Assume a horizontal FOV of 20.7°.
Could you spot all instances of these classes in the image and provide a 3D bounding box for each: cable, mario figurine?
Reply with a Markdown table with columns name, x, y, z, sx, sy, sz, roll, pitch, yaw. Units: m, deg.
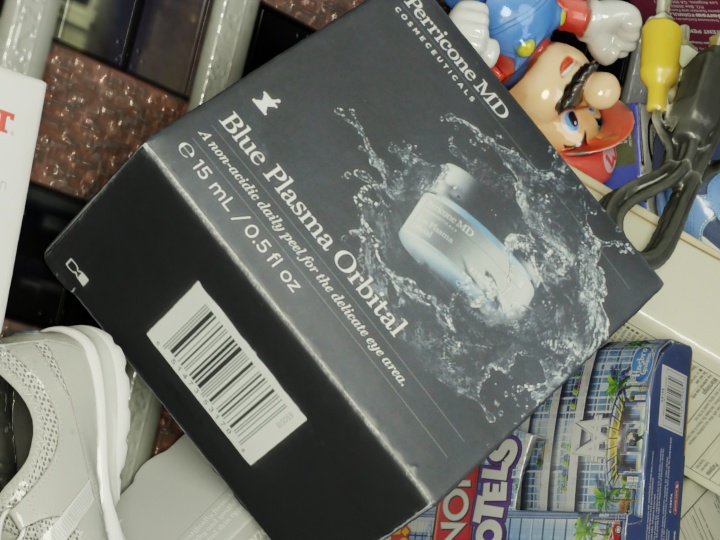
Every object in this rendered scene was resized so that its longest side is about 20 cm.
| name | x | y | z | sx | sy | sz | roll | pitch | yaw |
| --- | --- | --- | --- | --- | --- | --- | --- | --- | --- |
| cable | 0.174 | -0.059 | 1.083 | 0.097 | 0.050 | 0.201 | 42 | 54 | -23 |
| mario figurine | 0.101 | -0.134 | 1.080 | 0.123 | 0.106 | 0.201 | -30 | 115 | -4 |

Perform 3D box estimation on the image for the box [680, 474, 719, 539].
| name | x | y | z | sx | sy | sz | roll | pitch | yaw |
| --- | --- | --- | --- | --- | --- | --- | --- | --- | --- |
| box | 0.169 | 0.191 | 1.126 | 0.200 | 0.109 | 0.128 | -24 | 91 | -61 |

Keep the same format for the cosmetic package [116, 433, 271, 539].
| name | x | y | z | sx | sy | sz | roll | pitch | yaw |
| --- | --- | --- | --- | --- | --- | --- | --- | --- | --- |
| cosmetic package | -0.048 | 0.179 | 0.976 | 0.107 | 0.090 | 0.201 | -46 | 132 | -36 |

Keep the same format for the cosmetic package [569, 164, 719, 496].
| name | x | y | z | sx | sy | sz | roll | pitch | yaw |
| --- | --- | --- | --- | --- | --- | --- | --- | --- | --- |
| cosmetic package | 0.148 | 0.029 | 1.082 | 0.073 | 0.199 | 0.104 | -58 | 178 | -39 |

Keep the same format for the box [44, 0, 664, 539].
| name | x | y | z | sx | sy | sz | roll | pitch | yaw |
| --- | --- | --- | --- | --- | --- | --- | --- | --- | --- |
| box | 0.000 | 0.000 | 0.911 | 0.197 | 0.117 | 0.200 | 51 | 49 | 1 |

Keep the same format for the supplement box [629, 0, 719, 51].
| name | x | y | z | sx | sy | sz | roll | pitch | yaw |
| --- | --- | --- | --- | --- | --- | --- | --- | --- | --- |
| supplement box | 0.235 | -0.194 | 1.257 | 0.200 | 0.085 | 0.111 | 51 | 58 | -42 |

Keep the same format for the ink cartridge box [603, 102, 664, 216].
| name | x | y | z | sx | sy | sz | roll | pitch | yaw |
| --- | --- | --- | --- | --- | --- | --- | --- | --- | --- |
| ink cartridge box | 0.181 | -0.030 | 1.213 | 0.200 | 0.076 | 0.137 | 1 | 84 | -52 |

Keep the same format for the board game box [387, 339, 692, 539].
| name | x | y | z | sx | sy | sz | roll | pitch | yaw |
| --- | --- | --- | --- | --- | --- | --- | --- | --- | --- |
| board game box | 0.067 | 0.133 | 1.033 | 0.062 | 0.199 | 0.201 | 24 | 68 | -51 |

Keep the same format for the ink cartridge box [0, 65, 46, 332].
| name | x | y | z | sx | sy | sz | roll | pitch | yaw |
| --- | --- | --- | --- | --- | --- | --- | --- | --- | --- |
| ink cartridge box | -0.212 | 0.007 | 0.728 | 0.146 | 0.086 | 0.201 | 17 | 80 | -44 |

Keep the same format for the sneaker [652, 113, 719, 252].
| name | x | y | z | sx | sy | sz | roll | pitch | yaw |
| --- | --- | --- | --- | --- | --- | --- | --- | --- | --- |
| sneaker | 0.233 | -0.008 | 1.146 | 0.074 | 0.082 | 0.201 | -25 | 94 | -48 |

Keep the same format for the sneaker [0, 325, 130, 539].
| name | x | y | z | sx | sy | sz | roll | pitch | yaw |
| --- | --- | --- | --- | --- | --- | --- | --- | --- | --- |
| sneaker | -0.144 | 0.121 | 0.846 | 0.082 | 0.074 | 0.201 | 11 | 67 | -50 |
